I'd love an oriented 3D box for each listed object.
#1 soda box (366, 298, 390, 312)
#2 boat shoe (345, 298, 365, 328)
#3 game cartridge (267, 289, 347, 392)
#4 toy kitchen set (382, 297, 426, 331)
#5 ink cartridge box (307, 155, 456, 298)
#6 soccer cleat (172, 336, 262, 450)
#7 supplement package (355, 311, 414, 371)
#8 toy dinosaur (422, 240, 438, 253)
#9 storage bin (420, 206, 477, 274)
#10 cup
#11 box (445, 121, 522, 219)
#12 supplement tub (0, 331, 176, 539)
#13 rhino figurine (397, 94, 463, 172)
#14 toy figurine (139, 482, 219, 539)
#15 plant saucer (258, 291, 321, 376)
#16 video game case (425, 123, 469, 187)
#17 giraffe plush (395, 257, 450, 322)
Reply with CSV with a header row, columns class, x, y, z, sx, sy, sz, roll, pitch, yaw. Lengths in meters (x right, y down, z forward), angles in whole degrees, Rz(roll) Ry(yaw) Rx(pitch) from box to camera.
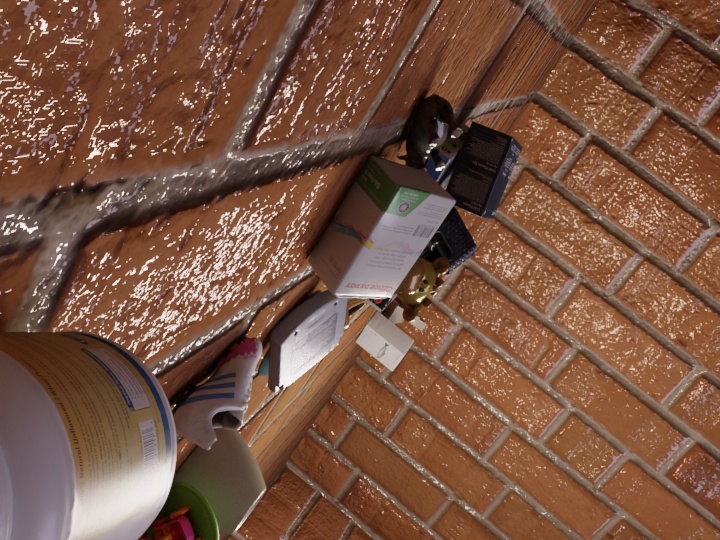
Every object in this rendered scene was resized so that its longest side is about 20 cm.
class,x,y,z,sx,sy,sz,roll,pitch,yaw
soda box,0.076,0.068,2.237,0.064,0.070,0.200,-56,173,15
boat shoe,-0.052,0.105,1.595,0.200,0.066,0.075,-48,171,-42
game cartridge,-0.095,0.118,1.290,0.199,0.040,0.135,-35,145,-46
toy kitchen set,0.152,0.229,3.197,0.182,0.198,0.163,-54,-146,7
ink cartridge box,0.031,-0.060,1.091,0.144,0.088,0.202,4,125,-47
soccer cleat,-0.181,0.170,0.980,0.200,0.086,0.070,-45,170,-53
supplement package,0.101,0.293,2.940,0.117,0.199,0.118,-43,168,-52
toy dinosaur,0.118,-0.071,1.569,0.048,0.087,0.200,-58,-161,-4
storage bin,0.174,-0.071,1.701,0.093,0.137,0.199,-35,-170,-19
cup,-0.263,0.410,1.343,0.202,0.142,0.201,-52,173,-9
box,0.280,-0.223,1.623,0.186,0.102,0.199,-70,164,9
supplement tub,-0.192,0.105,0.367,0.146,0.144,0.200,-53,173,-1
rhino figurine,0.103,-0.199,1.146,0.058,0.089,0.201,-7,154,-18
toy figurine,-0.361,0.460,1.158,0.198,0.153,0.183,-29,172,31
plant saucer,-0.123,0.132,1.386,0.201,0.036,0.200,-53,172,-10
video game case,0.176,-0.222,1.641,0.181,0.045,0.202,-44,168,-50
giraffe plush,0.063,0.003,1.285,0.198,0.161,0.175,-11,130,-52
